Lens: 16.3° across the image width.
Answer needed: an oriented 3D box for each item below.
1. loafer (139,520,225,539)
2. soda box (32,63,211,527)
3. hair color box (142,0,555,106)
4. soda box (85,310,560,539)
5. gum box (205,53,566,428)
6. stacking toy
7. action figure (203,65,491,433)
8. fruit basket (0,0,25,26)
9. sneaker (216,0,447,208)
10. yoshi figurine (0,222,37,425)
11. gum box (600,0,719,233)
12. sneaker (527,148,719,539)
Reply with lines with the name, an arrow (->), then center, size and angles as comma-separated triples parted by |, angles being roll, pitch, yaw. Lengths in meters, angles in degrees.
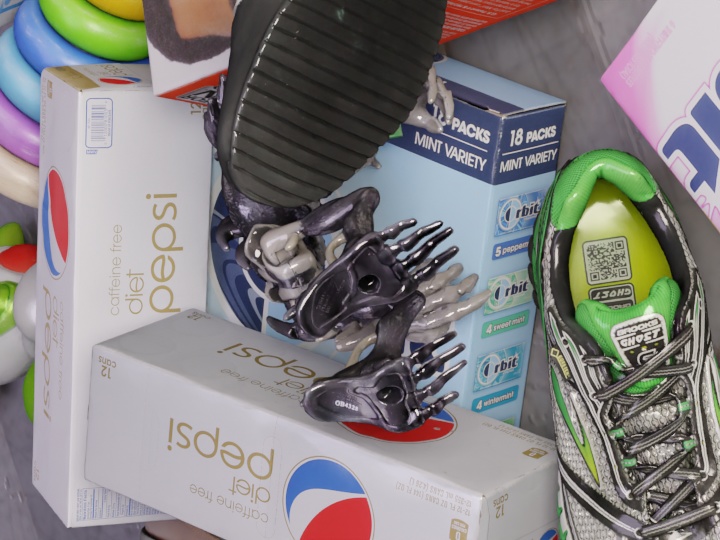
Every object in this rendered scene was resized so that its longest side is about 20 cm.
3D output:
loafer -> -0.034, 0.115, 1.138 | 0.200, 0.072, 0.063 | 6, 98, 49
soda box -> -0.109, 0.010, 1.129 | 0.068, 0.064, 0.200 | -148, 59, -64
hair color box -> 0.002, -0.138, 0.996 | 0.200, 0.061, 0.102 | -18, 75, 38
soda box -> -0.016, 0.079, 1.025 | 0.200, 0.068, 0.064 | 18, 113, 33
gum box -> 0.000, 0.000, 1.085 | 0.170, 0.045, 0.200 | 25, 118, 39
stacking toy -> -0.118, -0.127, 1.158 | 0.085, 0.085, 0.200 | 48, 126, 27
action figure -> -0.002, -0.015, 0.981 | 0.200, 0.102, 0.119 | -119, 12, -62
fruit basket -> -0.174, -0.184, 1.123 | 0.094, 0.185, 0.200 | 49, 130, 7
sneaker -> -0.014, -0.118, 0.922 | 0.088, 0.074, 0.200 | 10, 76, 49
yoshi figurine -> -0.169, 0.046, 1.242 | 0.200, 0.112, 0.112 | -6, 112, 45
gum box -> 0.182, -0.095, 0.848 | 0.114, 0.066, 0.200 | 55, 133, 23
sneaker -> 0.100, 0.050, 0.925 | 0.078, 0.085, 0.200 | -16, 74, 4
